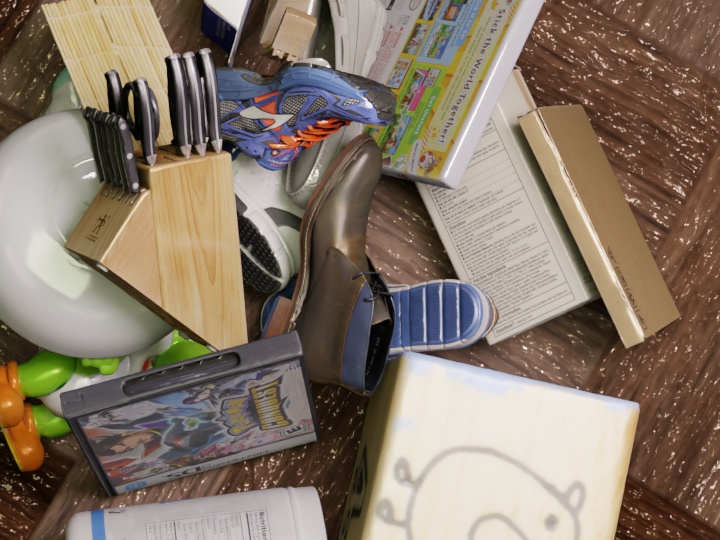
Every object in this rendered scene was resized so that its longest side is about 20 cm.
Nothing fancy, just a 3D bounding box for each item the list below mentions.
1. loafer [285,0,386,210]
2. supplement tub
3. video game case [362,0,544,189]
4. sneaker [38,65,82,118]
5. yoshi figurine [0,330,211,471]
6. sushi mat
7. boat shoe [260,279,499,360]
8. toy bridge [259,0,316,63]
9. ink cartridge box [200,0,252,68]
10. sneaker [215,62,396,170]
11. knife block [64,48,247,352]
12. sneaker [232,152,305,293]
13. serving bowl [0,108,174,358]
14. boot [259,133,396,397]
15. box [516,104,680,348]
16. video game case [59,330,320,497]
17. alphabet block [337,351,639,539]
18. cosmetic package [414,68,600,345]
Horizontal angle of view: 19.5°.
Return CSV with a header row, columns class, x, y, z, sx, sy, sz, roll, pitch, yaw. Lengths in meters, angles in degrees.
class,x,y,z,sx,sy,sz,roll,pitch,yaw
loafer,-0.033,-0.145,1.689,0.070,0.070,0.201,27,61,-32
supplement tub,-0.126,0.243,1.641,0.199,0.132,0.133,-6,84,-8
video game case,0.052,-0.170,1.698,0.023,0.182,0.201,33,78,-41
sneaker,-0.202,-0.096,1.706,0.140,0.078,0.200,37,90,-2
yoshi figurine,-0.190,0.093,1.668,0.199,0.112,0.112,-24,94,-10
sushi mat,-0.174,-0.135,1.625,0.095,0.012,0.201,-9,59,-29
boat shoe,0.017,0.045,1.697,0.199,0.072,0.073,1,82,25
toy bridge,-0.060,-0.206,1.680,0.027,0.200,0.067,19,113,-11
ink cartridge box,-0.095,-0.257,1.719,0.039,0.099,0.201,17,81,-3
sneaker,-0.052,-0.116,1.620,0.075,0.199,0.079,6,87,-47
knife block,-0.126,-0.058,1.544,0.200,0.064,0.176,39,80,-34
sneaker,-0.099,-0.076,1.722,0.080,0.074,0.200,-28,82,-37
serving bowl,-0.201,-0.037,1.606,0.199,0.066,0.201,7,70,-18
boot,0.000,0.000,1.635,0.097,0.075,0.201,26,103,24
box,0.196,-0.040,1.698,0.021,0.163,0.201,-26,86,19
video game case,-0.126,0.114,1.617,0.180,0.200,0.026,-15,67,-3
alphabet block,0.091,0.185,1.639,0.194,0.196,0.201,12,82,-3
cosmetic package,0.117,-0.053,1.710,0.105,0.071,0.201,-25,86,30
